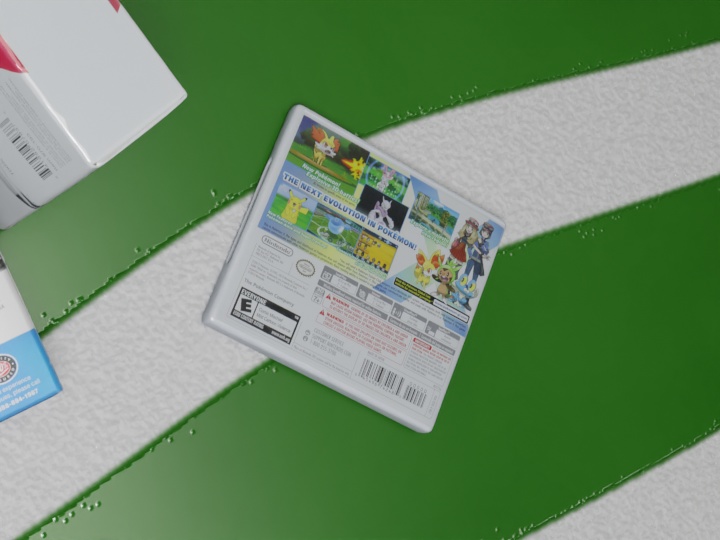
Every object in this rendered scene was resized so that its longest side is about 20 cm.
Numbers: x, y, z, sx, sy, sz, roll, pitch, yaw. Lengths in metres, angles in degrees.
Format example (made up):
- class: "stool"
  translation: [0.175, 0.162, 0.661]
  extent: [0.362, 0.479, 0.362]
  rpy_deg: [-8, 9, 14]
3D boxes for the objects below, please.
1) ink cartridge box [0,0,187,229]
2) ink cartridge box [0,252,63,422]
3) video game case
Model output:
- class: "ink cartridge box"
  translation: [-0.216, -0.121, 0.964]
  extent: [0.083, 0.200, 0.146]
  rpy_deg: [-42, 102, -28]
- class: "ink cartridge box"
  translation: [-0.302, 0.020, 0.965]
  extent: [0.145, 0.084, 0.201]
  rpy_deg: [-26, 94, -26]
- class: "video game case"
  translation: [0.000, 0.000, 1.153]
  extent: [0.199, 0.022, 0.183]
  rpy_deg: [28, 72, -20]
